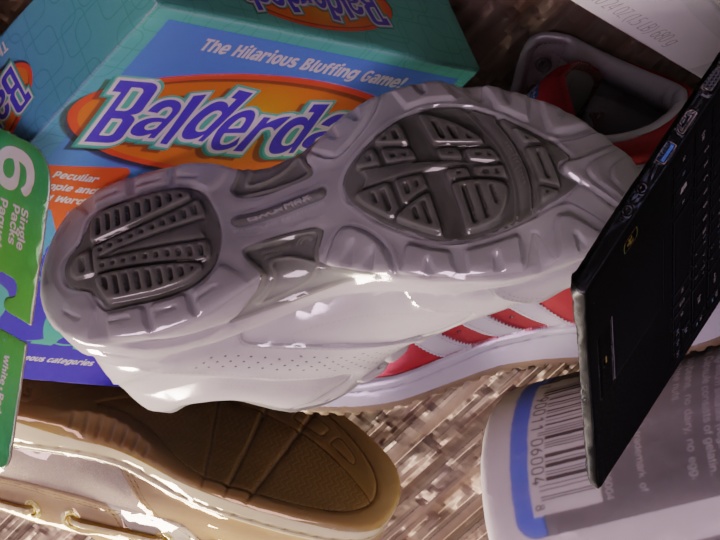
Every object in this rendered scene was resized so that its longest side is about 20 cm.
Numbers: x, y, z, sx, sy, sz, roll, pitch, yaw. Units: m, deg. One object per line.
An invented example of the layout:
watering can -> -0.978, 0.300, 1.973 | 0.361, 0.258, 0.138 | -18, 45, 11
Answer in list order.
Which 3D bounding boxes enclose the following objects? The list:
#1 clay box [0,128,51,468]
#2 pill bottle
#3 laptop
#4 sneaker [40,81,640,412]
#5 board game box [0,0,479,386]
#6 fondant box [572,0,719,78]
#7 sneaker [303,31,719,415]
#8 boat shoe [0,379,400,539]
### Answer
clay box -> -0.195, -0.013, 0.970 | 0.199, 0.048, 0.116 | 21, 112, 30
pill bottle -> 0.154, 0.075, 1.042 | 0.199, 0.114, 0.114 | -15, 120, 22
laptop -> 0.160, -0.018, 0.916 | 0.103, 0.200, 0.177 | 30, 163, 17
sneaker -> 0.000, 0.000, 0.979 | 0.199, 0.078, 0.100 | -10, 148, 10
board game box -> -0.078, -0.035, 1.010 | 0.152, 0.045, 0.200 | 7, 140, -45
fondant box -> 0.157, -0.130, 0.867 | 0.199, 0.059, 0.144 | -24, 153, 30
sneaker -> 0.034, -0.017, 1.032 | 0.199, 0.071, 0.113 | -11, 125, 10
boat shoe -> -0.081, 0.076, 1.127 | 0.199, 0.074, 0.069 | 17, 129, 13
